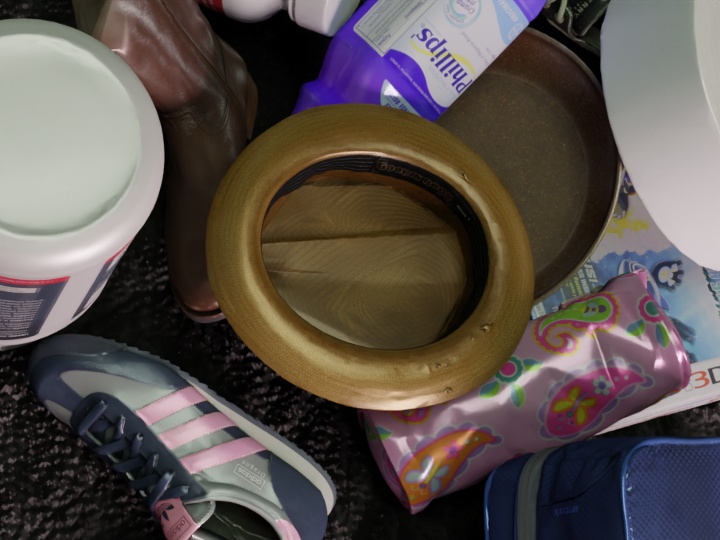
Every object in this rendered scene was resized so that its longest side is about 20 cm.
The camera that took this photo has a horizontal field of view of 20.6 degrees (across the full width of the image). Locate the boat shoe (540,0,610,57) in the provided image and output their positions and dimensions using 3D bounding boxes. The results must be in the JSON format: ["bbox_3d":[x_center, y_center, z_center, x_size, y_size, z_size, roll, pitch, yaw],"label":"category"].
[{"bbox_3d":[0.155,-0.189,1.326,0.200,0.071,0.064,34,30,-7],"label":"boat shoe"}]

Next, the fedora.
[{"bbox_3d":[0.000,0.000,1.160,0.200,0.082,0.201,7,68,-17],"label":"fedora"}]

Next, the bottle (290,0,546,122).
[{"bbox_3d":[0.023,-0.125,1.206,0.200,0.065,0.084,-45,134,1],"label":"bottle"}]

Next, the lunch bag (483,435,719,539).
[{"bbox_3d":[0.152,0.197,1.137,0.136,0.132,0.201,7,75,-40],"label":"lunch bag"}]

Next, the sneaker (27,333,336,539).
[{"bbox_3d":[-0.108,0.110,1.130,0.200,0.070,0.082,29,42,-7],"label":"sneaker"}]

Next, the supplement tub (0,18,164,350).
[{"bbox_3d":[-0.193,-0.040,1.087,0.140,0.200,0.141,5,72,-17],"label":"supplement tub"}]

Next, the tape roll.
[{"bbox_3d":[0.235,-0.103,1.253,0.202,0.071,0.203,26,55,-44],"label":"tape roll"}]

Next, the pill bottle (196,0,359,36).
[{"bbox_3d":[-0.092,-0.220,1.208,0.200,0.112,0.112,25,64,10],"label":"pill bottle"}]

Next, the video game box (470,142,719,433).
[{"bbox_3d":[0.174,-0.001,1.294,0.182,0.047,0.200,-13,77,-25],"label":"video game box"}]

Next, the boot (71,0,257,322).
[{"bbox_3d":[-0.116,-0.090,1.138,0.064,0.200,0.187,-9,62,13],"label":"boot"}]

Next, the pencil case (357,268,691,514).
[{"bbox_3d":[0.099,0.071,1.189,0.200,0.087,0.088,-25,81,-3],"label":"pencil case"}]

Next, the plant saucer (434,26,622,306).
[{"bbox_3d":[0.067,-0.059,1.240,0.200,0.037,0.201,-4,75,15],"label":"plant saucer"}]
